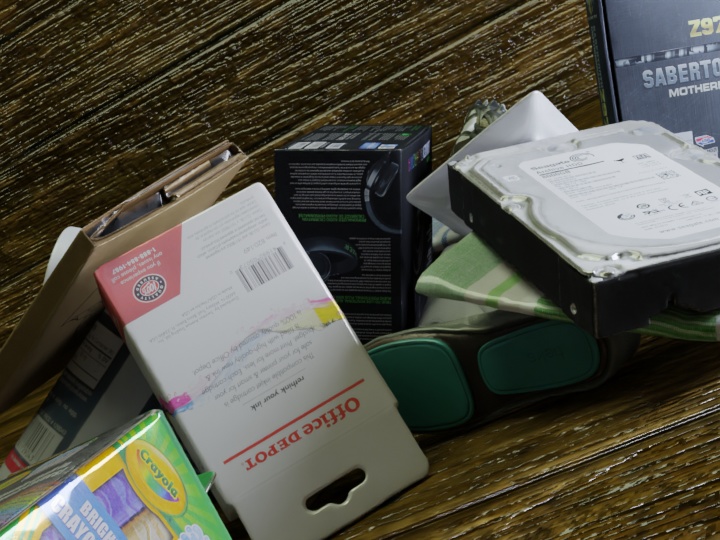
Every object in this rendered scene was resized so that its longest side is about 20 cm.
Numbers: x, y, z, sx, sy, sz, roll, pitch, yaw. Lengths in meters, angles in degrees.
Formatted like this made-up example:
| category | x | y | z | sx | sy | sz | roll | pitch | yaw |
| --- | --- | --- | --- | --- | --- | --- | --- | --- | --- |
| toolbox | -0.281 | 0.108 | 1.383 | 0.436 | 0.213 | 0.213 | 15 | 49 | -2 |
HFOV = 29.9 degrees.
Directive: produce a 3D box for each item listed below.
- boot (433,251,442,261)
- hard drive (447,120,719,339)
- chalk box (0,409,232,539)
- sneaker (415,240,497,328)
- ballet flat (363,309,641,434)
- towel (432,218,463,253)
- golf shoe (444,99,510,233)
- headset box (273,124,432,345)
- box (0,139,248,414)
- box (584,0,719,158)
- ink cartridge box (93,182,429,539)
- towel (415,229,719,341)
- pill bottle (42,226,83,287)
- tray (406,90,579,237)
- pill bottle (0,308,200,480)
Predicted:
| category | x | y | z | sx | sy | sz | roll | pitch | yaw |
| --- | --- | --- | --- | --- | --- | --- | --- | --- | --- |
| boot | 0.139 | -0.012 | 1.068 | 0.203 | 0.074 | 0.154 | -30 | 9 | -6 |
| hard drive | 0.146 | -0.032 | 0.754 | 0.139 | 0.038 | 0.200 | -13 | 24 | -13 |
| chalk box | -0.133 | 0.155 | 0.619 | 0.124 | 0.124 | 0.200 | -25 | 5 | 33 |
| sneaker | 0.113 | 0.034 | 0.880 | 0.199 | 0.076 | 0.092 | -4 | 51 | 53 |
| ballet flat | 0.078 | 0.056 | 0.815 | 0.199 | 0.068 | 0.064 | -15 | 5 | 38 |
| towel | 0.096 | -0.057 | 1.133 | 0.199 | 0.024 | 0.147 | -17 | 18 | 39 |
| golf shoe | 0.091 | -0.074 | 1.014 | 0.095 | 0.078 | 0.200 | -53 | -5 | 7 |
| headset box | 0.000 | 0.000 | 0.999 | 0.092 | 0.202 | 0.174 | 1 | 11 | 10 |
| box | -0.170 | 0.009 | 0.891 | 0.200 | 0.021 | 0.163 | -47 | -4 | 37 |
| box | 0.276 | -0.157 | 1.009 | 0.198 | 0.159 | 0.051 | -9 | 5 | -3 |
| ink cartridge box | -0.058 | 0.065 | 0.798 | 0.116 | 0.201 | 0.068 | -29 | -13 | -14 |
| towel | 0.154 | -0.007 | 0.766 | 0.199 | 0.024 | 0.152 | 10 | 28 | 30 |
| pill bottle | -0.144 | 0.032 | 1.070 | 0.199 | 0.117 | 0.116 | 12 | 8 | 0 |
| tray | 0.115 | -0.050 | 0.915 | 0.107 | 0.022 | 0.200 | -40 | -27 | 13 |
| pill bottle | -0.135 | 0.083 | 0.886 | 0.201 | 0.119 | 0.120 | -57 | 10 | -5 |
